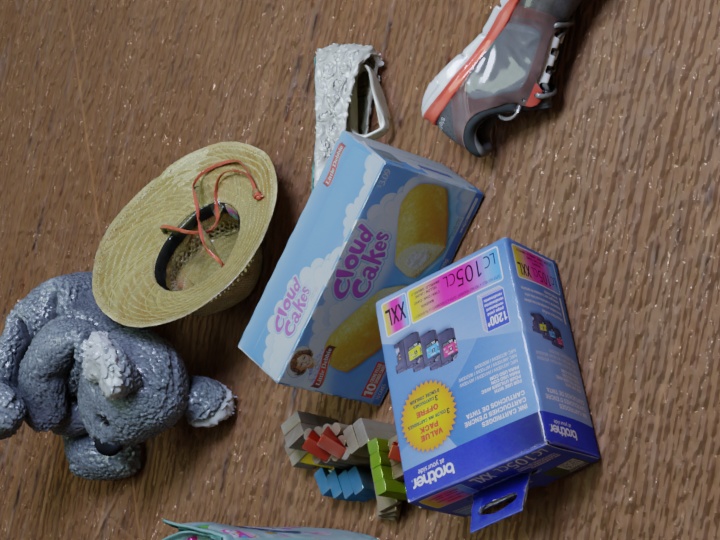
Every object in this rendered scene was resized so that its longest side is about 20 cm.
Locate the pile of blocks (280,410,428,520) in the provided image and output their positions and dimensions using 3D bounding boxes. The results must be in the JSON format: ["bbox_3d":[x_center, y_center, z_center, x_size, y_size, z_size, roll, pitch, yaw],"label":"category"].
[{"bbox_3d":[-0.004,0.156,1.623,0.199,0.062,0.083,-3,76,48],"label":"pile of blocks"}]

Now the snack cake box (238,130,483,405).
[{"bbox_3d":[0.000,0.000,1.623,0.067,0.115,0.201,39,108,46],"label":"snack cake box"}]

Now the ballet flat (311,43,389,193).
[{"bbox_3d":[-0.007,-0.104,1.703,0.072,0.072,0.201,-18,66,43],"label":"ballet flat"}]

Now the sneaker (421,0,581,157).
[{"bbox_3d":[0.136,-0.169,1.575,0.082,0.077,0.200,49,119,14],"label":"sneaker"}]

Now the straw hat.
[{"bbox_3d":[-0.134,-0.010,1.796,0.200,0.085,0.202,-19,46,21],"label":"straw hat"}]

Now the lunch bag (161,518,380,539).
[{"bbox_3d":[-0.096,0.264,1.609,0.200,0.170,0.122,-46,51,34],"label":"lunch bag"}]

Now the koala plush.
[{"bbox_3d":[-0.223,0.094,1.807,0.200,0.177,0.185,7,74,52],"label":"koala plush"}]

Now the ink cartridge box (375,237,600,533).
[{"bbox_3d":[0.096,0.097,1.512,0.136,0.076,0.201,-28,60,33],"label":"ink cartridge box"}]
